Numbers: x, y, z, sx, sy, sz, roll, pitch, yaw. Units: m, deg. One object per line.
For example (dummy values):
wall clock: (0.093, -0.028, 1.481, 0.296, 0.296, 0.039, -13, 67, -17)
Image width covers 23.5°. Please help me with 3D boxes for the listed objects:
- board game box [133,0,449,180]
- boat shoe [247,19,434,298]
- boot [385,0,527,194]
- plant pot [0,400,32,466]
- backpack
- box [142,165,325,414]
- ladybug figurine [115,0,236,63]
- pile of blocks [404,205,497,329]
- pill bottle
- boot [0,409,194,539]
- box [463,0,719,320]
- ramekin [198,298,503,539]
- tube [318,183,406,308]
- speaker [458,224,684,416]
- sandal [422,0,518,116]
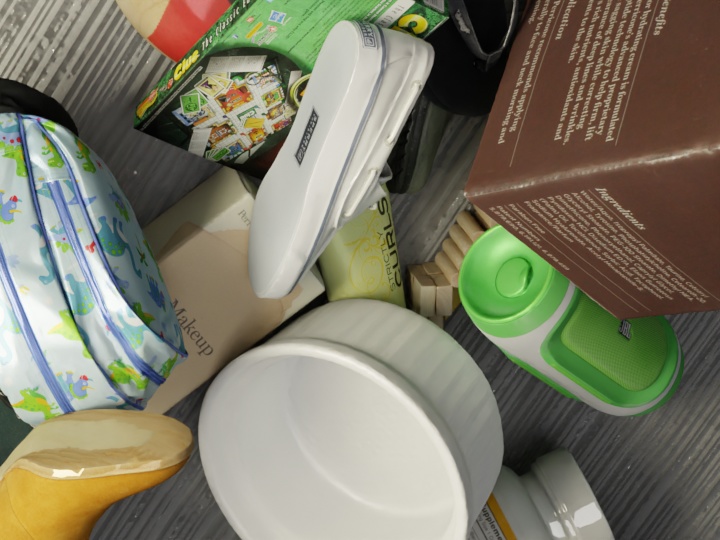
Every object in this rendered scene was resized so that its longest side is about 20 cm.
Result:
board game box: (-0.046, -0.128, 1.069, 0.105, 0.024, 0.200, 24, 139, -28)
boat shoe: (-0.012, -0.059, 1.061, 0.065, 0.074, 0.200, 7, 131, -26)
boot: (0.094, -0.137, 1.155, 0.130, 0.068, 0.201, 11, 101, -17)
plant pot: (-0.320, 0.152, 1.115, 0.200, 0.196, 0.196, 36, 100, -16)
backpack: (-0.188, 0.000, 1.047, 0.153, 0.163, 0.201, -7, 72, 3)
box: (-0.132, 0.027, 1.163, 0.200, 0.078, 0.095, -38, 112, 4)
ladybug figurine: (-0.064, -0.178, 1.104, 0.199, 0.072, 0.136, 16, 106, -18)
pile of blocks: (0.107, -0.024, 1.206, 0.082, 0.062, 0.200, 32, 101, -21)
pill bottle: (0.080, 0.210, 1.260, 0.200, 0.113, 0.113, -27, 114, -1)
boot: (-0.176, 0.162, 0.996, 0.201, 0.071, 0.144, -9, 112, 13)
box: (0.202, -0.084, 1.040, 0.164, 0.200, 0.166, 37, 62, -33)
ramekin: (-0.001, 0.116, 1.164, 0.200, 0.098, 0.201, 14, 123, 23)
tube: (0.000, 0.000, 1.198, 0.052, 0.058, 0.201, -6, 110, 14)
speaker: (0.148, 0.036, 1.187, 0.088, 0.088, 0.200, -48, 139, 8)
sandal: (0.066, -0.183, 1.057, 0.076, 0.043, 0.201, -25, 126, -33)
